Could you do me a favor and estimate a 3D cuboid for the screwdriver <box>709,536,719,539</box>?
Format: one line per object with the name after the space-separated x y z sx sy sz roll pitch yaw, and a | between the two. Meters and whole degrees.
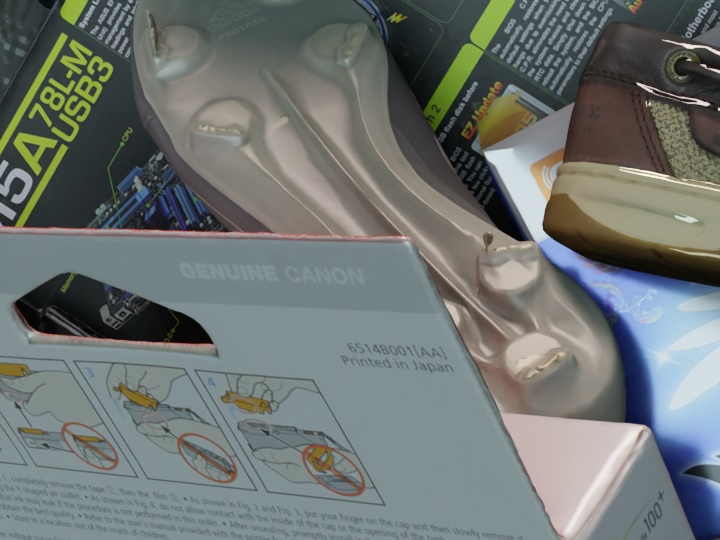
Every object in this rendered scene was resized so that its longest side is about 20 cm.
0.122 0.056 0.656 0.200 0.029 0.028 -17 82 6 | screwdriver

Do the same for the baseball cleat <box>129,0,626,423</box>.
0.000 0.000 0.711 0.070 0.107 0.200 -25 50 -12 | baseball cleat

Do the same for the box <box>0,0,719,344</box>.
0.006 -0.042 0.778 0.193 0.048 0.200 33 104 7 | box

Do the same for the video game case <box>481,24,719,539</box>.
0.155 0.017 0.693 0.181 0.045 0.200 -28 81 4 | video game case

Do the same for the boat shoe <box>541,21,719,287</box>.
0.144 -0.021 0.640 0.201 0.072 0.066 8 90 12 | boat shoe

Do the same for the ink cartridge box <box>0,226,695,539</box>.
-0.023 0.046 0.642 0.200 0.045 0.176 3 131 39 | ink cartridge box

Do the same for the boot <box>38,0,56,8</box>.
-0.160 -0.104 0.796 0.162 0.073 0.199 7 102 5 | boot
